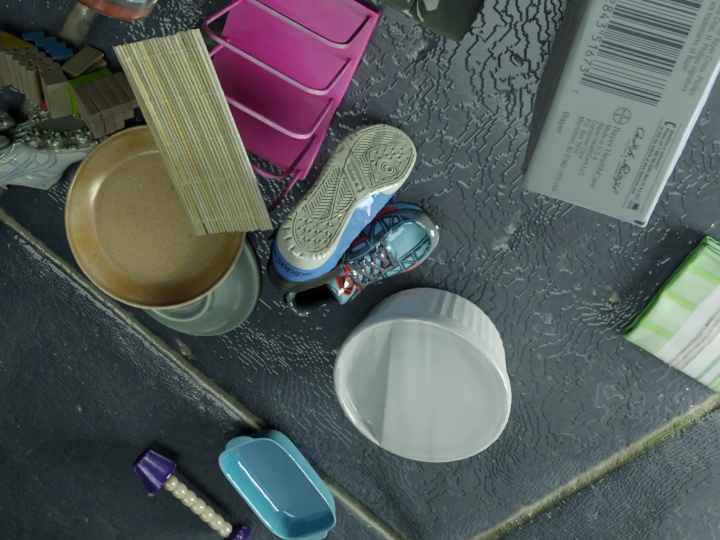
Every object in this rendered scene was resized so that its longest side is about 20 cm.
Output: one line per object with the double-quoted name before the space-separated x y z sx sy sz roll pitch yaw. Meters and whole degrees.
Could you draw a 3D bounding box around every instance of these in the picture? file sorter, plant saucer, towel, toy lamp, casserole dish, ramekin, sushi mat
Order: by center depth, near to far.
"sushi mat" -0.152 -0.120 0.735 0.094 0.012 0.202 -5 121 23
"file sorter" -0.094 -0.178 0.766 0.138 0.126 0.201 28 124 -1
"towel" 0.396 0.070 0.817 0.198 0.031 0.150 28 123 0
"plant saucer" -0.225 -0.060 0.888 0.197 0.035 0.204 -1 94 -8
"ramekin" 0.075 0.112 0.905 0.199 0.095 0.205 8 122 12
"plant saucer" -0.220 0.005 0.961 0.197 0.050 0.203 8 122 13
"casserole dish" -0.111 0.296 1.108 0.120 0.039 0.201 -25 109 29
"toy lamp" -0.250 0.339 1.166 0.200 0.058 0.058 46 122 -11

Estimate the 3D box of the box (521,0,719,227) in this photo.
"box" 0.209 -0.169 0.629 0.103 0.201 0.186 18 124 5

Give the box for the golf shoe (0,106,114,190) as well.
"golf shoe" -0.361 -0.138 0.922 0.197 0.079 0.098 -1 145 17

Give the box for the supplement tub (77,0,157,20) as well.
"supplement tub" -0.201 -0.337 0.716 0.106 0.107 0.200 35 124 -6

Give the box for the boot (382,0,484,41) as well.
"boot" 0.064 -0.323 0.672 0.181 0.073 0.200 36 131 -3

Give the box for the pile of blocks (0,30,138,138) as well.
"pile of blocks" -0.326 -0.203 0.864 0.198 0.082 0.062 30 144 9

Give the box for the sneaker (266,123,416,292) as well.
"sneaker" -0.024 -0.059 0.797 0.076 0.201 0.111 37 148 -1

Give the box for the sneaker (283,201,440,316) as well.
"sneaker" 0.000 0.000 0.860 0.198 0.096 0.080 -26 113 29
